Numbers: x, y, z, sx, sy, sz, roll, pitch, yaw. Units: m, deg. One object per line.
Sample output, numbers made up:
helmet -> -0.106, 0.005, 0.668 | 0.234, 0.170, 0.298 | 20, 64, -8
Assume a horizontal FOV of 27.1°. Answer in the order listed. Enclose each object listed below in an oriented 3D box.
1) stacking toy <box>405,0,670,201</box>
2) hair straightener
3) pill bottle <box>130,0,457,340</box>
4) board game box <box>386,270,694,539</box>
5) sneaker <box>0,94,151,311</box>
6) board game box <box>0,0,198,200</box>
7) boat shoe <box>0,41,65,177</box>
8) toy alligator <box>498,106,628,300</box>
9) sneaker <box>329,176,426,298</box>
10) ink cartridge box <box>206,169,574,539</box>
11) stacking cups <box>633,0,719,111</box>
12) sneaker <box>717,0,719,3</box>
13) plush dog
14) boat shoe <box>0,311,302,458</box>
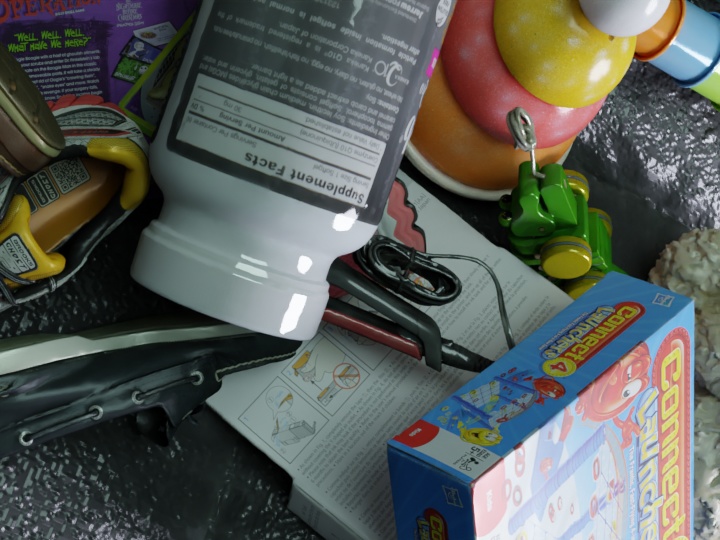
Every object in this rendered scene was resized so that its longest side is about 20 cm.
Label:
stacking toy -> 0.110, -0.129, 0.852 | 0.145, 0.200, 0.148 | 6, 77, -26
hair straightener -> 0.000, 0.000, 0.786 | 0.199, 0.041, 0.077 | 26, 113, -7
pill bottle -> -0.033, -0.077, 0.703 | 0.116, 0.116, 0.202 | 18, 95, -23
board game box -> 0.106, 0.134, 0.807 | 0.195, 0.056, 0.201 | -33, 128, -37
sneaker -> -0.187, -0.013, 0.720 | 0.200, 0.082, 0.078 | -40, 118, -9
board game box -> -0.109, -0.100, 0.805 | 0.199, 0.032, 0.121 | -10, 113, -29
boat shoe -> -0.221, -0.111, 0.682 | 0.200, 0.072, 0.068 | 44, 94, -5
toy alligator -> 0.108, -0.029, 0.885 | 0.200, 0.054, 0.060 | 48, 37, -47
sneaker -> -0.034, -0.068, 0.804 | 0.086, 0.074, 0.201 | -27, 113, -8
ink cartridge box -> 0.024, 0.059, 0.858 | 0.176, 0.045, 0.200 | 38, 62, 12
stacking cups -> 0.211, -0.152, 0.972 | 0.199, 0.060, 0.061 | 24, 69, -31
sneaker -> 0.249, -0.237, 1.022 | 0.200, 0.077, 0.091 | 48, 67, -9
plush dog -> 0.244, 0.095, 0.922 | 0.200, 0.160, 0.172 | 40, 91, -13
boat shoe -> -0.115, 0.060, 0.770 | 0.198, 0.074, 0.067 | -8, 95, -37
